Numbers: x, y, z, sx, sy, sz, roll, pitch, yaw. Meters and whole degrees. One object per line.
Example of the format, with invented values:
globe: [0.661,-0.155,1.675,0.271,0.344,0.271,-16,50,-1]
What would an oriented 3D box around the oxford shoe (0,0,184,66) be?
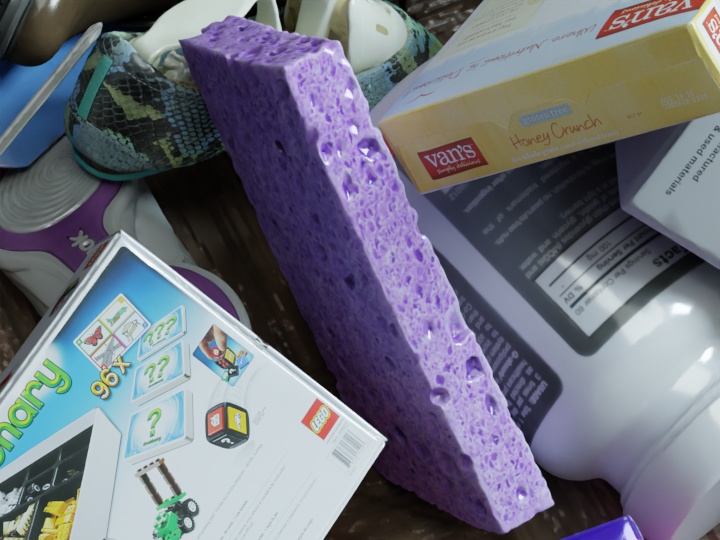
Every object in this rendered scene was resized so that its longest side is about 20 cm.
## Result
oxford shoe: [-0.087,-0.134,1.087,0.084,0.073,0.200,38,43,3]

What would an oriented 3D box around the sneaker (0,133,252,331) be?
sneaker: [-0.098,0.017,1.037,0.075,0.100,0.200,-28,45,-10]

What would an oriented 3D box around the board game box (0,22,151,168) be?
board game box: [-0.177,-0.108,1.093,0.158,0.039,0.200,36,44,4]

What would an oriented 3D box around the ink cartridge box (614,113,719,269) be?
ink cartridge box: [0.204,-0.029,1.014,0.200,0.085,0.145,32,22,-11]

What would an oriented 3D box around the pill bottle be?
pill bottle: [0.085,0.011,1.030,0.116,0.116,0.200,-37,72,-21]

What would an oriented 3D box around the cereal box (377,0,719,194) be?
cereal box: [0.109,-0.109,0.969,0.040,0.144,0.200,58,44,-19]

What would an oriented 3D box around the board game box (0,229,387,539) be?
board game box: [-0.095,0.103,0.900,0.126,0.035,0.200,39,70,-12]

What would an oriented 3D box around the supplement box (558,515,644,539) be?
supplement box: [0.088,0.209,0.936,0.101,0.103,0.200,-17,64,-15]

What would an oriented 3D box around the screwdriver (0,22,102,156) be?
screwdriver: [-0.168,-0.023,1.017,0.029,0.028,0.200,34,100,-6]

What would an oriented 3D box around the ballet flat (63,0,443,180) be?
ballet flat: [-0.032,-0.089,1.059,0.200,0.074,0.074,-22,65,-41]

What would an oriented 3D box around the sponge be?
sponge: [0.000,0.000,0.975,0.030,0.112,0.200,-30,109,-16]
